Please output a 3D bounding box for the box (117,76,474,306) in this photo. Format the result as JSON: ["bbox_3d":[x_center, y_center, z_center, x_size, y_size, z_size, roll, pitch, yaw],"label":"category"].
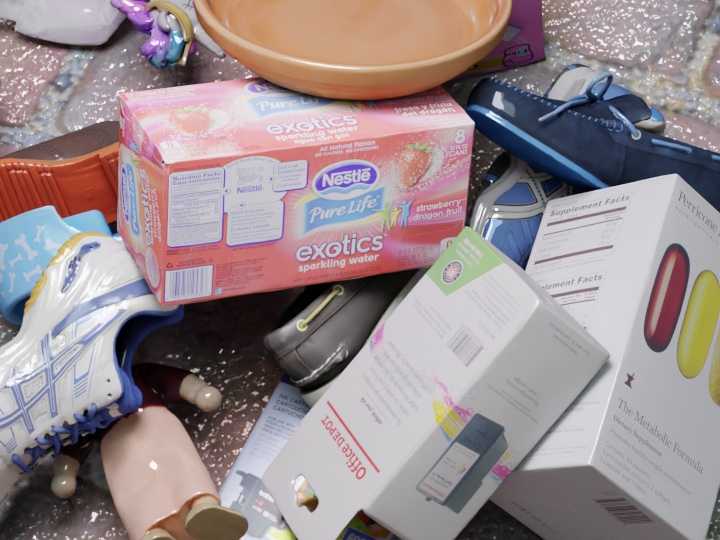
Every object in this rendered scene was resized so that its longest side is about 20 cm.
[{"bbox_3d":[-0.041,-0.057,1.358,0.199,0.103,0.095,-9,34,-20],"label":"box"}]

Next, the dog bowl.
[{"bbox_3d":[-0.151,-0.014,1.461,0.199,0.112,0.050,-16,73,-3],"label":"dog bowl"}]

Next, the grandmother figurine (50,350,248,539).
[{"bbox_3d":[-0.142,0.104,1.402,0.121,0.061,0.200,-24,46,-4],"label":"grandmother figurine"}]

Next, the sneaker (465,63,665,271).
[{"bbox_3d":[0.130,-0.049,1.462,0.077,0.076,0.200,23,67,22],"label":"sneaker"}]

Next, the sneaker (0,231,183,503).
[{"bbox_3d":[-0.183,0.076,1.357,0.088,0.075,0.200,29,84,12],"label":"sneaker"}]

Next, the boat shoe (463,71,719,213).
[{"bbox_3d":[0.159,-0.082,1.414,0.200,0.084,0.069,25,88,-22],"label":"boat shoe"}]

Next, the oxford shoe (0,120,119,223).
[{"bbox_3d":[-0.199,-0.060,1.525,0.199,0.071,0.073,-9,26,9],"label":"oxford shoe"}]

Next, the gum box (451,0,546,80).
[{"bbox_3d":[0.022,-0.179,1.525,0.199,0.114,0.066,-13,60,-1],"label":"gum box"}]

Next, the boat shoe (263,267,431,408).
[{"bbox_3d":[0.000,0.000,1.423,0.061,0.072,0.201,47,42,-17],"label":"boat shoe"}]

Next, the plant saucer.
[{"bbox_3d":[-0.006,-0.161,1.394,0.200,0.038,0.200,2,34,-1],"label":"plant saucer"}]

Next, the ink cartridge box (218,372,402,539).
[{"bbox_3d":[-0.017,0.132,1.401,0.119,0.042,0.200,21,64,17],"label":"ink cartridge box"}]

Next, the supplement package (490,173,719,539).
[{"bbox_3d":[0.159,0.059,1.356,0.109,0.114,0.200,-11,51,47],"label":"supplement package"}]

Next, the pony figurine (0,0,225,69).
[{"bbox_3d":[-0.153,-0.233,1.569,0.193,0.167,0.200,23,49,5],"label":"pony figurine"}]

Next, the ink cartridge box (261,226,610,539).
[{"bbox_3d":[0.040,0.086,1.312,0.200,0.067,0.117,-49,30,6],"label":"ink cartridge box"}]
